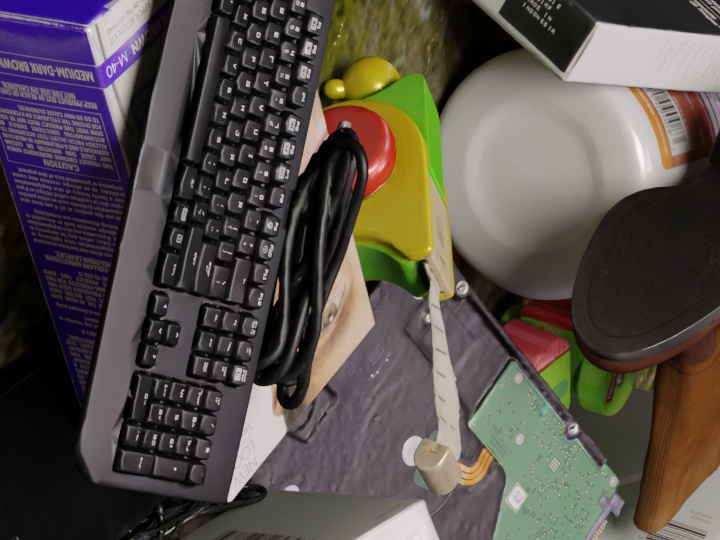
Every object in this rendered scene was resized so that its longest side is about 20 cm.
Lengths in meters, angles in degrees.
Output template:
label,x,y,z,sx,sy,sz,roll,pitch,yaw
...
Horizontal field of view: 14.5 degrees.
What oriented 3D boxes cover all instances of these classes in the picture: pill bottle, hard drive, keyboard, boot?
label,x,y,z,sx,sy,sz,roll,pitch,yaw
pill bottle,0.122,-0.056,1.317,0.200,0.112,0.113,-17,120,-60
hard drive,0.026,0.090,1.215,0.140,0.038,0.200,-55,130,-17
keyboard,-0.095,0.065,1.060,0.200,0.039,0.105,-36,113,-50
keyboard,-0.031,-0.023,0.930,0.104,0.039,0.201,15,88,-55
boot,0.134,0.038,1.239,0.189,0.068,0.201,-55,161,-43

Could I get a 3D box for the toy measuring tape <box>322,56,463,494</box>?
label,x,y,z,sx,sy,sz,roll,pitch,yaw
toy measuring tape,0.000,0.000,1.112,0.074,0.073,0.201,64,19,-55

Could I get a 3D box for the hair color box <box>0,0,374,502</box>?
label,x,y,z,sx,sy,sz,roll,pitch,yaw
hair color box,-0.063,-0.032,0.989,0.109,0.064,0.201,-50,140,-40

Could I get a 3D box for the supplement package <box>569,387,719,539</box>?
label,x,y,z,sx,sy,sz,roll,pitch,yaw
supplement package,0.112,0.192,1.405,0.191,0.146,0.201,-51,146,-38

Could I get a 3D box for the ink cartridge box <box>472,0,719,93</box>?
label,x,y,z,sx,sy,sz,roll,pitch,yaw
ink cartridge box,0.122,-0.117,1.255,0.199,0.095,0.037,2,126,-53

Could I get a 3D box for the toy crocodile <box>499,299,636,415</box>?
label,x,y,z,sx,sy,sz,roll,pitch,yaw
toy crocodile,0.074,0.053,1.333,0.200,0.067,0.062,-43,140,-42

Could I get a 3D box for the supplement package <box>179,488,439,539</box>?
label,x,y,z,sx,sy,sz,roll,pitch,yaw
supplement package,-0.013,0.198,1.075,0.117,0.117,0.201,-29,103,-31
